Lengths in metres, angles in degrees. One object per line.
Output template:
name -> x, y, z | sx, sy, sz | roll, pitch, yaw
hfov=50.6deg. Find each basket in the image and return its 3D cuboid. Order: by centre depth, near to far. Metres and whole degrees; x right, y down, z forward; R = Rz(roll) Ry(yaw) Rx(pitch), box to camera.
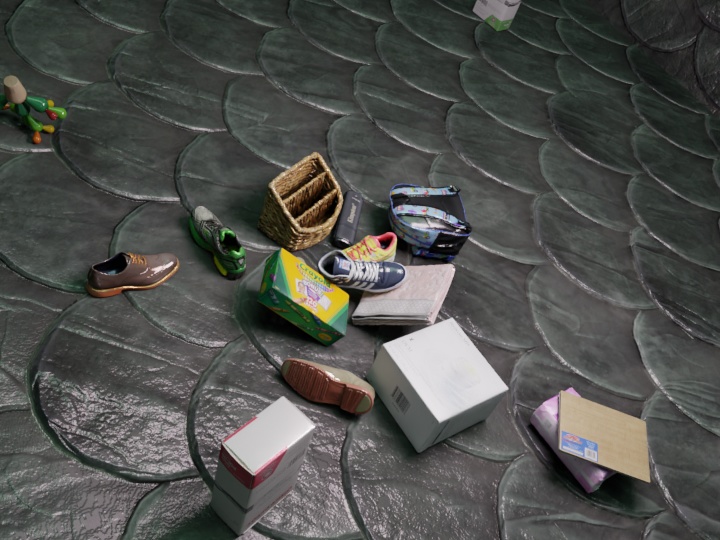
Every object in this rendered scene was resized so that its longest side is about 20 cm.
basket -> -0.125, -0.157, 1.808 | 0.142, 0.149, 0.200 | 36, 44, 13

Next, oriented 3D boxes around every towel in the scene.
towel -> 0.095, 0.051, 1.708 | 0.199, 0.032, 0.191 | -2, 36, 27

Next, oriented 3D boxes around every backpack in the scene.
backpack -> 0.157, -0.126, 1.904 | 0.199, 0.135, 0.183 | 6, 47, -18

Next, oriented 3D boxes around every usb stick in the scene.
usb stick -> -0.030, -0.129, 1.903 | 0.055, 0.033, 0.201 | 19, 43, -7

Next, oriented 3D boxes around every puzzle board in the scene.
puzzle board -> 0.501, 0.344, 1.577 | 0.199, 0.017, 0.151 | 20, 45, -3

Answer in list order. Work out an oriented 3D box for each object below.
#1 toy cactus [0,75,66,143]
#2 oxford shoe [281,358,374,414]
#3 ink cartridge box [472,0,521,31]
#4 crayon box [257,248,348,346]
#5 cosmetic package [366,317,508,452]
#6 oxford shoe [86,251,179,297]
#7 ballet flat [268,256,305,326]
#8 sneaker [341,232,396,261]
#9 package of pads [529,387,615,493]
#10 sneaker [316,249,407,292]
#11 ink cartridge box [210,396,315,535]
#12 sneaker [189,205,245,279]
toy cactus -> -0.785, -0.375, 1.742 | 0.199, 0.165, 0.103 | 11, 65, -5
oxford shoe -> -0.065, 0.227, 1.541 | 0.199, 0.071, 0.074 | 26, 19, 3
ink cartridge box -> 0.529, -1.034, 2.875 | 0.084, 0.201, 0.146 | -22, 60, -36
crayon box -> -0.117, 0.058, 1.615 | 0.200, 0.058, 0.119 | 36, 37, -27
cosmetic package -> 0.157, 0.231, 1.575 | 0.199, 0.123, 0.200 | -17, 57, -35
oxford shoe -> -0.464, -0.004, 1.575 | 0.199, 0.073, 0.071 | -21, 59, -37
ballet flat -> -0.152, 0.039, 1.674 | 0.066, 0.057, 0.201 | 18, 44, -4
sneaker -> 0.007, -0.044, 1.796 | 0.199, 0.091, 0.078 | -24, 62, -35
package of pads -> 0.465, 0.357, 1.614 | 0.120, 0.076, 0.200 | -17, 57, -37
sneaker -> 0.000, 0.000, 1.673 | 0.198, 0.109, 0.071 | 1, 73, 9
ink cartridge box -> -0.169, 0.332, 1.288 | 0.083, 0.201, 0.146 | 38, 45, 20
sneaker -> -0.312, -0.078, 1.701 | 0.078, 0.085, 0.200 | -23, 60, -37
